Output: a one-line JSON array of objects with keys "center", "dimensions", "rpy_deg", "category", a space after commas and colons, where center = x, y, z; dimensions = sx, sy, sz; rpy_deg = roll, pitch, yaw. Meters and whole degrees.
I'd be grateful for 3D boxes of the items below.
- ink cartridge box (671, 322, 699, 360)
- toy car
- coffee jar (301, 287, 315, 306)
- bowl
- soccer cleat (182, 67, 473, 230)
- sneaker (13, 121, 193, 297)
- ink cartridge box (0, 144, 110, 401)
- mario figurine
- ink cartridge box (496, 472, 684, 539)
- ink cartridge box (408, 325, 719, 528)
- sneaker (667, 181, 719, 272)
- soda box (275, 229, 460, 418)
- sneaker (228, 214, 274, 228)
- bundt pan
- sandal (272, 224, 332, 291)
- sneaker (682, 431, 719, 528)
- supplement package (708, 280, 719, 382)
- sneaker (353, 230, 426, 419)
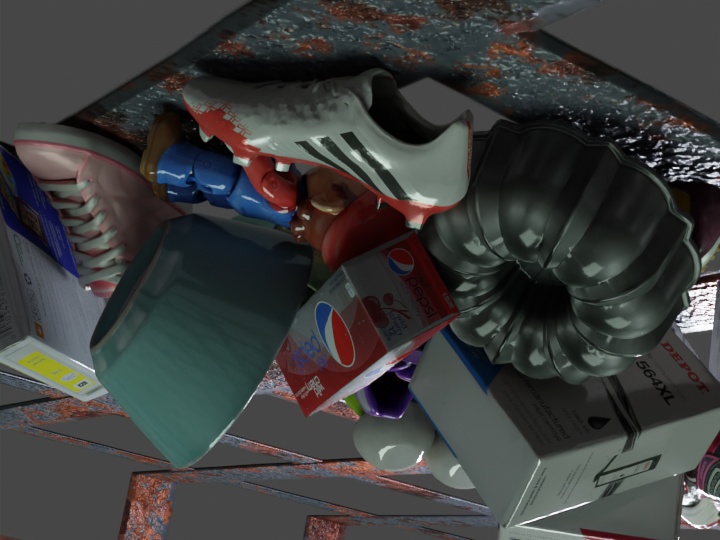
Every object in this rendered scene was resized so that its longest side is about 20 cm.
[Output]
[{"center": [0.227, 0.120, 1.252], "dimensions": [0.145, 0.148, 0.200], "rpy_deg": [1, 160, 26], "category": "ink cartridge box"}, {"center": [0.078, 0.111, 1.338], "dimensions": [0.199, 0.176, 0.150], "rpy_deg": [18, 127, -24], "category": "toy car"}, {"center": [-0.051, 0.026, 1.211], "dimensions": [0.199, 0.086, 0.104], "rpy_deg": [-2, 160, 33], "category": "coffee jar"}, {"center": [-0.132, 0.036, 1.002], "dimensions": [0.105, 0.202, 0.201], "rpy_deg": [32, 157, -15], "category": "bowl"}, {"center": [-0.020, -0.098, 0.842], "dimensions": [0.199, 0.069, 0.086], "rpy_deg": [24, 124, 12], "category": "soccer cleat"}, {"center": [-0.208, -0.039, 1.056], "dimensions": [0.075, 0.105, 0.200], "rpy_deg": [4, 162, 29], "category": "sneaker"}, {"center": [-0.259, 0.005, 1.083], "dimensions": [0.047, 0.199, 0.200], "rpy_deg": [-26, 155, 5], "category": "ink cartridge box"}, {"center": [-0.050, -0.071, 0.960], "dimensions": [0.199, 0.107, 0.123], "rpy_deg": [18, -160, 9], "category": "mario figurine"}, {"center": [0.194, 0.207, 1.153], "dimensions": [0.144, 0.085, 0.200], "rpy_deg": [7, 162, 7], "category": "ink cartridge box"}, {"center": [0.161, 0.096, 1.013], "dimensions": [0.199, 0.146, 0.085], "rpy_deg": [-11, 137, -32], "category": "ink cartridge box"}, {"center": [0.166, -0.026, 0.942], "dimensions": [0.090, 0.075, 0.199], "rpy_deg": [28, 150, -29], "category": "sneaker"}, {"center": [-0.003, 0.044, 0.952], "dimensions": [0.063, 0.070, 0.200], "rpy_deg": [-26, 172, -24], "category": "soda box"}, {"center": [-0.155, 0.025, 1.165], "dimensions": [0.199, 0.141, 0.078], "rpy_deg": [-2, 160, 33], "category": "sneaker"}, {"center": [0.124, 0.000, 0.894], "dimensions": [0.201, 0.076, 0.203], "rpy_deg": [19, 139, 17], "category": "bundt pan"}, {"center": [0.000, 0.000, 1.044], "dimensions": [0.199, 0.081, 0.054], "rpy_deg": [22, -169, 30], "category": "sandal"}, {"center": [0.305, 0.168, 1.123], "dimensions": [0.075, 0.080, 0.200], "rpy_deg": [50, 171, 7], "category": "sneaker"}, {"center": [0.392, 0.069, 1.041], "dimensions": [0.121, 0.121, 0.199], "rpy_deg": [23, 159, -33], "category": "supplement package"}, {"center": [0.049, 0.045, 1.081], "dimensions": [0.080, 0.089, 0.201], "rpy_deg": [18, 122, -25], "category": "sneaker"}]
